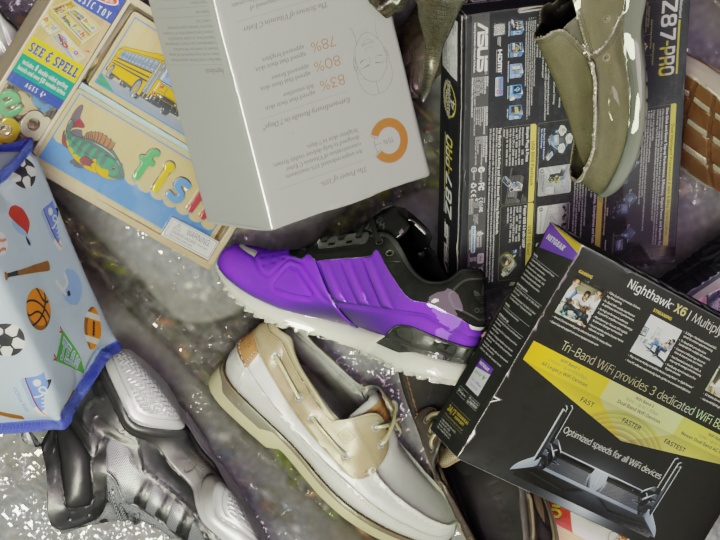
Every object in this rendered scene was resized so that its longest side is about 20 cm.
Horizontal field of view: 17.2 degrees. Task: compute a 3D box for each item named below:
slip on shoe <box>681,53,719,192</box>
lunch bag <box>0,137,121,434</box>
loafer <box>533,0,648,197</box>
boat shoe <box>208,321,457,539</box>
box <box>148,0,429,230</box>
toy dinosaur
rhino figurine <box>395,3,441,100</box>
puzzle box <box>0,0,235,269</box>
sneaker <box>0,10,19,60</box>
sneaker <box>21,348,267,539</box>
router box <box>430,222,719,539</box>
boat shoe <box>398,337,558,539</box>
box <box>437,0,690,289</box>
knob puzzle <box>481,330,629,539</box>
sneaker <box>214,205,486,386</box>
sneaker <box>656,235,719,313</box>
[{"bbox_3d":[0.277,-0.085,1.620,0.200,0.061,0.076,36,138,5],"label":"slip on shoe"},{"bbox_3d":[-0.281,0.016,1.546,0.200,0.124,0.170,-9,116,27],"label":"lunch bag"},{"bbox_3d":[0.140,-0.143,1.484,0.070,0.075,0.200,-2,110,-7],"label":"loafer"},{"bbox_3d":[-0.007,0.113,1.610,0.200,0.075,0.068,38,113,-6],"label":"boat shoe"},{"bbox_3d":[-0.051,-0.140,1.535,0.124,0.097,0.200,-20,104,-27],"label":"box"},{"bbox_3d":[0.039,-0.209,1.466,0.077,0.102,0.200,12,80,-42],"label":"toy dinosaur"},{"bbox_3d":[0.081,-0.178,1.588,0.200,0.087,0.060,-40,136,3],"label":"rhino figurine"},{"bbox_3d":[-0.145,-0.102,1.572,0.200,0.025,0.133,30,94,-28],"label":"puzzle box"},{"bbox_3d":[-0.271,-0.159,1.571,0.080,0.070,0.200,-39,97,1],"label":"sneaker"},{"bbox_3d":[-0.145,0.161,1.616,0.114,0.075,0.200,-34,91,2],"label":"sneaker"},{"bbox_3d":[0.168,0.082,1.537,0.200,0.052,0.157,27,97,-26],"label":"router box"},{"bbox_3d":[0.078,0.114,1.588,0.074,0.073,0.200,-26,81,5],"label":"boat shoe"},{"bbox_3d":[0.133,-0.091,1.567,0.161,0.049,0.200,-8,117,-14],"label":"box"},{"bbox_3d":[0.144,0.111,1.644,0.219,0.030,0.220,0,83,0],"label":"knob puzzle"},{"bbox_3d":[0.000,0.000,1.575,0.200,0.070,0.100,21,100,25],"label":"sneaker"},{"bbox_3d":[0.220,0.044,1.607,0.200,0.070,0.082,-30,110,6],"label":"sneaker"}]
